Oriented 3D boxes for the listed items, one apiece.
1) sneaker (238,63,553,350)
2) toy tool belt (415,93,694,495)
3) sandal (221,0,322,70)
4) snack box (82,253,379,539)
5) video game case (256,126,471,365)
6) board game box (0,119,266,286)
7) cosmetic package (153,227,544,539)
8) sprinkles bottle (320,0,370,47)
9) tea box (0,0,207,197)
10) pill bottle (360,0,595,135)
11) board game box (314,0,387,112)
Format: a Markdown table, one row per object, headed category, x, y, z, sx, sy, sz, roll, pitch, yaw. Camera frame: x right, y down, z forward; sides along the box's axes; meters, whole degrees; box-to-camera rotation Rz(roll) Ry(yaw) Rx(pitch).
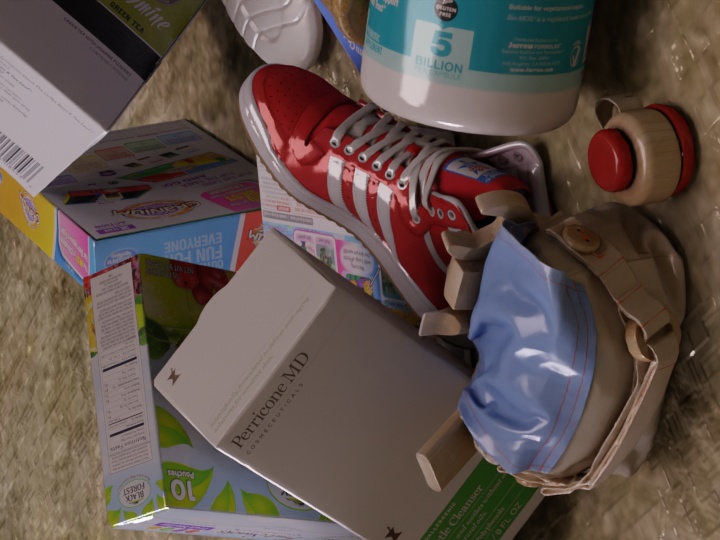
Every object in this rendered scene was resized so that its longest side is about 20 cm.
| category | x | y | z | sx | sy | sz | roll | pitch | yaw |
| --- | --- | --- | --- | --- | --- | --- | --- | --- | --- |
| sneaker | 0.025 | -0.056 | 1.315 | 0.200 | 0.071 | 0.112 | 45 | 146 | 3 |
| toy tool belt | 0.092 | 0.017 | 1.194 | 0.125 | 0.123 | 0.200 | 47 | 139 | 48 |
| sandal | -0.067 | -0.221 | 1.516 | 0.082 | 0.050 | 0.203 | -32 | 84 | 53 |
| snack box | -0.060 | 0.077 | 1.354 | 0.053 | 0.200 | 0.142 | -20 | 70 | 38 |
| video game case | 0.000 | 0.000 | 1.471 | 0.200 | 0.024 | 0.182 | 11 | 109 | 56 |
| board game box | -0.144 | -0.045 | 1.618 | 0.200 | 0.153 | 0.040 | 36 | 131 | 56 |
| cosmetic package | 0.004 | 0.078 | 1.286 | 0.108 | 0.200 | 0.085 | -54 | 37 | 4 |
| sprinkles bottle | -0.025 | -0.200 | 1.313 | 0.200 | 0.068 | 0.068 | 54 | 144 | 41 |
| tea box | -0.211 | -0.195 | 1.556 | 0.200 | 0.197 | 0.134 | 41 | 149 | -11 |
| pill bottle | 0.065 | -0.174 | 1.182 | 0.111 | 0.111 | 0.200 | 35 | 123 | 55 |
| board game box | 0.005 | -0.207 | 1.379 | 0.200 | 0.045 | 0.135 | 60 | 147 | 35 |
